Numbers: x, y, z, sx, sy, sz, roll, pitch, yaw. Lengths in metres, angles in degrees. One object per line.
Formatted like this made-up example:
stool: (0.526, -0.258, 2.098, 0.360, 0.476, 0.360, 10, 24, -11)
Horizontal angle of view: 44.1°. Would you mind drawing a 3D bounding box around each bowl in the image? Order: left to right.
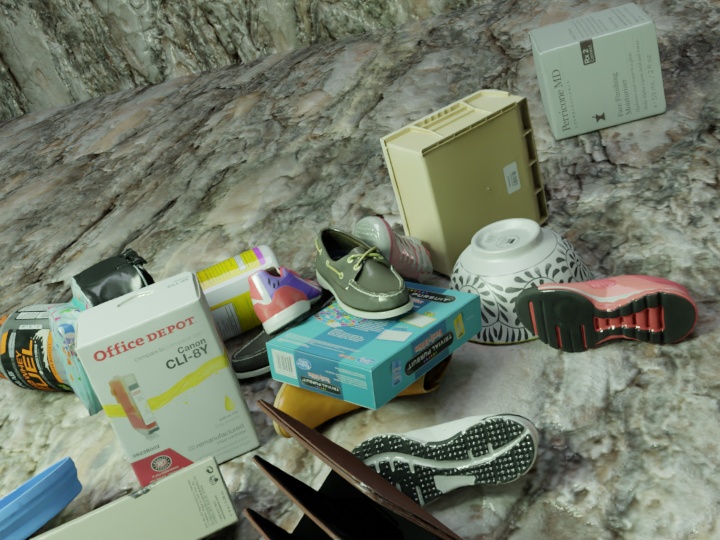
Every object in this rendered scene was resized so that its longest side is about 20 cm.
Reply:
bowl: (-0.377, 0.268, 0.918, 0.199, 0.040, 0.201, -34, 3, 2)
bowl: (0.191, -0.004, 1.109, 0.197, 0.095, 0.201, -14, 25, 7)

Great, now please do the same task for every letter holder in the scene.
letter holder: (-0.028, 0.205, 0.741, 0.101, 0.142, 0.199, -56, 35, -8)

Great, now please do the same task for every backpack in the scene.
backpack: (-0.294, 0.098, 1.103, 0.149, 0.202, 0.177, -31, 19, -18)

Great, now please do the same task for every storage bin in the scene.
storage bin: (0.154, -0.124, 1.249, 0.197, 0.203, 0.093, -28, 28, -22)

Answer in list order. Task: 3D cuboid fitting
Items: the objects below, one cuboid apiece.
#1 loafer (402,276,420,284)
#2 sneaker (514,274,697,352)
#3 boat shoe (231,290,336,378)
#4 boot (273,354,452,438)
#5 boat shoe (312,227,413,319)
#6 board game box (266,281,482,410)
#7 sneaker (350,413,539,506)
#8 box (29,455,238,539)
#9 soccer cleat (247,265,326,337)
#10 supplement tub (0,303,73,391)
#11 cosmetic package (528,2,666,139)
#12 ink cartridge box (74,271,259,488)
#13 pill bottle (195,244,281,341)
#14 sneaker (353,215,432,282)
loafer: (-0.009, 0.063, 1.138, 0.198, 0.074, 0.072, -28, 22, -22)
sneaker: (0.276, 0.043, 1.006, 0.197, 0.075, 0.087, 0, 20, 21)
boat shoe: (-0.089, 0.073, 1.178, 0.199, 0.061, 0.071, -29, 24, -22)
boot: (0.008, 0.126, 0.998, 0.142, 0.072, 0.201, 2, 28, 37)
boat shoe: (-0.003, 0.001, 1.024, 0.071, 0.061, 0.201, -16, 22, -21)
board game box: (0.019, 0.073, 0.982, 0.149, 0.048, 0.199, 10, 27, 39)
sneaker: (0.081, 0.182, 0.857, 0.197, 0.075, 0.080, -13, -4, 23)
box: (-0.221, 0.252, 0.858, 0.197, 0.069, 0.082, -22, -6, -18)
soccer cleat: (-0.089, 0.023, 1.067, 0.068, 0.074, 0.200, -30, 3, 8)
supplement tub: (-0.429, 0.109, 1.264, 0.197, 0.124, 0.123, -4, 28, 30)
cosmetic package: (0.419, -0.357, 1.586, 0.197, 0.167, 0.166, -14, 25, 10)
ink cartridge box: (-0.214, 0.125, 0.992, 0.143, 0.203, 0.083, -22, 25, -8)
pill bottle: (-0.202, 0.047, 1.257, 0.197, 0.106, 0.104, -23, 25, -12)
sneaker: (0.048, -0.026, 1.177, 0.103, 0.076, 0.201, -18, -20, -11)
